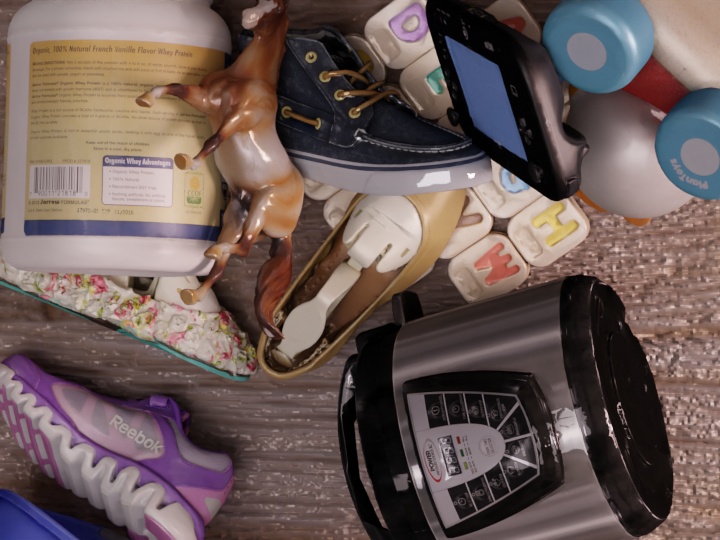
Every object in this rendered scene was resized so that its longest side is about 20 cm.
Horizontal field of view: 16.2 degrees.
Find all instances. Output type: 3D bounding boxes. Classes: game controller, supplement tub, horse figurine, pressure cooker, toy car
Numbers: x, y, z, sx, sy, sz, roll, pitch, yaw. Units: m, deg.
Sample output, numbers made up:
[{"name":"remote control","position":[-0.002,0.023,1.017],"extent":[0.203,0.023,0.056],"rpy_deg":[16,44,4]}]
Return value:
[{"name":"game controller","position":[0.083,-0.107,1.532],"extent":[0.042,0.200,0.104],"rpy_deg":[-30,110,-6]},{"name":"supplement tub","position":[-0.154,-0.098,1.613],"extent":[0.144,0.144,0.200],"rpy_deg":[1,88,13]},{"name":"horse figurine","position":[-0.074,-0.061,1.561],"extent":[0.050,0.133,0.200],"rpy_deg":[1,115,33]},{"name":"pressure cooker","position":[0.083,0.108,1.616],"extent":[0.200,0.176,0.179],"rpy_deg":[-15,131,18]},{"name":"toy car","position":[0.171,-0.106,1.556],"extent":[0.177,0.184,0.200],"rpy_deg":[43,135,-1]}]

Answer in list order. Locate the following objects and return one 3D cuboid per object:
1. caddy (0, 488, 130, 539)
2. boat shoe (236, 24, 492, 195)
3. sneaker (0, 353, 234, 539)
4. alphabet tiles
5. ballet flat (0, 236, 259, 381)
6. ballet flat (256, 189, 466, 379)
[{"name":"caddy","position":[-0.185,0.226,1.717],"extent":[0.200,0.141,0.105],"rpy_deg":[33,75,26]},{"name":"boat shoe","position":[-0.005,-0.103,1.595],"extent":[0.200,0.071,0.091],"rpy_deg":[11,109,37]},{"name":"sneaker","position":[-0.164,0.115,1.733],"extent":[0.200,0.088,0.080],"rpy_deg":[36,155,21]},{"name":"alphabet tiles","position":[0.056,-0.078,1.654],"extent":[0.196,0.015,0.200],"rpy_deg":[-34,95,20]},{"name":"ballet flat","position":[-0.154,0.011,1.700],"extent":[0.200,0.076,0.064],"rpy_deg":[22,102,4]},{"name":"ballet flat","position":[0.000,0.000,1.653],"extent":[0.069,0.063,0.200],"rpy_deg":[39,116,5]}]
